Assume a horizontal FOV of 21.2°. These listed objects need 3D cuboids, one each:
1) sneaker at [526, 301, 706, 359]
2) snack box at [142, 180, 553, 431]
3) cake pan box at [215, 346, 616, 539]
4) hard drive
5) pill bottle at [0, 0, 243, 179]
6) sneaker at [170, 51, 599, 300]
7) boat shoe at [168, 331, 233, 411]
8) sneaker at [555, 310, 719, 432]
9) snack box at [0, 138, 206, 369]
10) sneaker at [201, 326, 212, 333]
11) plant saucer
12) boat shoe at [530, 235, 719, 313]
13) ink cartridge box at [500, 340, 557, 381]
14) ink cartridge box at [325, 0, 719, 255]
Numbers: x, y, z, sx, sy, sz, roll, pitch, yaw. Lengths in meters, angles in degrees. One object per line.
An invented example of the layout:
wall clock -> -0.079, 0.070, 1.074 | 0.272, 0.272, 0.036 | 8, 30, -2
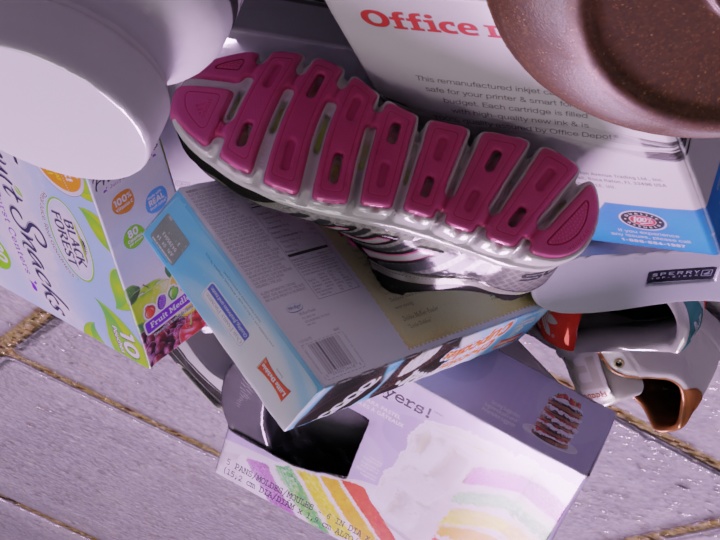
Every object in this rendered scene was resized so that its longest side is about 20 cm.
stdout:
sneaker -> 0.091, 0.000, 1.028 | 0.199, 0.093, 0.071 | 12, 116, 2
snack box -> 0.000, 0.000, 0.929 | 0.116, 0.200, 0.037 | 53, 125, 16
cake pan box -> 0.021, 0.093, 1.053 | 0.199, 0.052, 0.184 | 29, 141, 5
hard drive -> -0.072, -0.071, 0.969 | 0.131, 0.026, 0.200 | 9, 149, -10
pill bottle -> -0.093, -0.146, 0.765 | 0.115, 0.201, 0.116 | 17, 156, 8
sneaker -> 0.006, -0.034, 0.881 | 0.199, 0.074, 0.088 | 18, 152, 4
boat shoe -> -0.114, 0.012, 1.187 | 0.200, 0.070, 0.064 | 54, 156, 27
sneaker -> 0.135, 0.027, 1.113 | 0.200, 0.085, 0.073 | 35, 154, -26
snack box -> -0.170, -0.049, 0.975 | 0.200, 0.053, 0.143 | 24, 142, 39
sneaker -> -0.102, -0.003, 1.099 | 0.199, 0.079, 0.079 | 18, 121, 24
plant saucer -> 0.146, -0.118, 0.716 | 0.199, 0.037, 0.201 | -5, 134, -5
boat shoe -> 0.178, -0.023, 0.985 | 0.199, 0.070, 0.071 | -4, 146, -6
ink cartridge box -> 0.028, 0.063, 1.182 | 0.200, 0.087, 0.145 | 45, 157, 5
ink cartridge box -> 0.087, -0.097, 0.875 | 0.145, 0.085, 0.200 | 9, 154, 26
